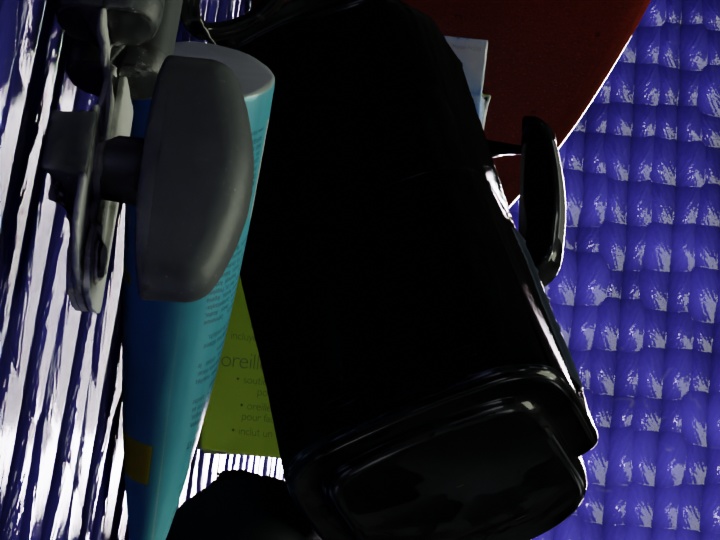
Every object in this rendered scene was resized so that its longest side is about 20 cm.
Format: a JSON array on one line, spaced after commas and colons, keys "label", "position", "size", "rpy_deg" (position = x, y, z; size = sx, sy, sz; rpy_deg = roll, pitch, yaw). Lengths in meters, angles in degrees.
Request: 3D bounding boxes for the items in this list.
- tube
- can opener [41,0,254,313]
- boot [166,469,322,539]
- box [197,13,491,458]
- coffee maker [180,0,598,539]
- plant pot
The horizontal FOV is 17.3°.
[{"label": "tube", "position": [-0.067, 0.018, 0.871], "size": [0.078, 0.050, 0.202], "rpy_deg": [-67, 166, -64]}, {"label": "can opener", "position": [-0.057, -0.076, 0.718], "size": [0.053, 0.066, 0.201], "rpy_deg": [90, 7, -59]}, {"label": "boot", "position": [-0.058, 0.146, 0.886], "size": [0.201, 0.076, 0.169], "rpy_deg": [99, 2, -57]}, {"label": "box", "position": [-0.008, -0.011, 1.100], "size": [0.048, 0.121, 0.202], "rpy_deg": [-165, -100, -87]}, {"label": "coffee maker", "position": [0.000, 0.000, 0.945], "size": [0.191, 0.134, 0.201], "rpy_deg": [26, 36, -43]}, {"label": "plant pot", "position": [0.038, -0.146, 1.244], "size": [0.201, 0.198, 0.177], "rpy_deg": [-80, -175, -55]}]
